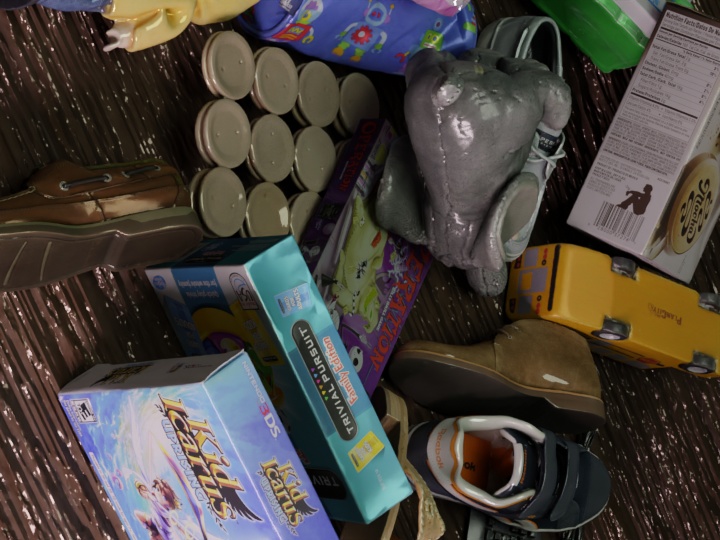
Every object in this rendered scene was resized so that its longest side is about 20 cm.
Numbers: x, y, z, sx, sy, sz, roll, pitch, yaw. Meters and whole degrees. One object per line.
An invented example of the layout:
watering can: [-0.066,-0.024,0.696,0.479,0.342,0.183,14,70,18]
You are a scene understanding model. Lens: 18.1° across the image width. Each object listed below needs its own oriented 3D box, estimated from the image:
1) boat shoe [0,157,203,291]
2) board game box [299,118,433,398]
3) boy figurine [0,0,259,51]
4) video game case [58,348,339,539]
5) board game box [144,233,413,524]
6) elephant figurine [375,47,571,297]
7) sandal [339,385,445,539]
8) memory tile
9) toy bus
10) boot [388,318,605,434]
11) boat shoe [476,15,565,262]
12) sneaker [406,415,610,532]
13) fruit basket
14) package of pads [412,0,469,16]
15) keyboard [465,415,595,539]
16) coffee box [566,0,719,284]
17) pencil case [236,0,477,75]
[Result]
boat shoe: [-0.207,-0.035,1.529,0.199,0.072,0.068,-5,61,-35]
board game box: [0.000,0.000,1.693,0.120,0.032,0.201,56,49,-45]
boy figurine: [-0.157,-0.215,1.588,0.199,0.064,0.125,0,84,-41]
video game case: [-0.101,0.154,1.512,0.045,0.181,0.201,-36,107,-36]
board game box: [-0.059,0.075,1.574,0.047,0.151,0.201,-32,105,-28]
elephant figurine: [0.083,-0.058,1.688,0.154,0.141,0.201,1,107,-26]
sandal: [0.032,0.168,1.634,0.069,0.078,0.212,30,29,-17]
memory tile: [-0.054,-0.086,1.665,0.199,0.017,0.155,13,76,-51]
toy bus: [0.218,0.036,1.861,0.199,0.078,0.066,20,71,-37]
boot: [0.105,0.073,1.770,0.199,0.073,0.076,14,63,-32]
boat shoe: [0.127,-0.109,1.808,0.070,0.071,0.202,11,77,-38]
sneaker: [0.128,0.159,1.755,0.199,0.079,0.079,11,75,-31]
fruit basket: [0.227,-0.278,1.895,0.185,0.093,0.201,41,64,-29]
package of pads: [0.025,-0.291,1.688,0.120,0.076,0.201,28,34,-34]
keyboard: [0.145,0.156,1.824,0.127,0.021,0.201,20,73,-36]
coffee box: [0.260,-0.104,1.853,0.113,0.079,0.201,26,88,-60]
pencil case: [0.001,-0.198,1.705,0.199,0.087,0.078,10,42,-40]
